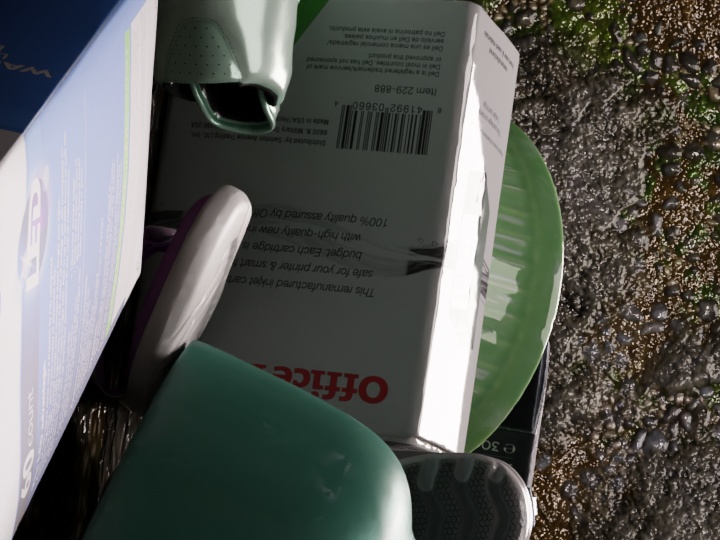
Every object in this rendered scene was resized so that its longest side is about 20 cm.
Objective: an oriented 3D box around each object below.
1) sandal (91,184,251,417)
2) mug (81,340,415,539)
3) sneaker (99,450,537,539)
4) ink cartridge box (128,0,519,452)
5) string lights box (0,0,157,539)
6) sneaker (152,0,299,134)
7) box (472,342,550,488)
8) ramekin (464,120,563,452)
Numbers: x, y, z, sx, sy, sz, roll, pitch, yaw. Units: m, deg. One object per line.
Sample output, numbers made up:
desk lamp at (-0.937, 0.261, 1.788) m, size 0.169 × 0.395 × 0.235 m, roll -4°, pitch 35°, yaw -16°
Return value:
sandal at (-0.087, 0.016, 0.961) m, size 0.203 × 0.050 × 0.083 m, roll 118°, pitch -3°, yaw -69°
mug at (-0.053, 0.133, 0.912) m, size 0.152 × 0.114 × 0.186 m, roll 114°, pitch 2°, yaw -71°
sneaker at (-0.017, 0.114, 1.033) m, size 0.082 × 0.199 × 0.075 m, roll 16°, pitch 75°, yaw -71°
ink cartridge box at (-0.017, -0.020, 1.098) m, size 0.084 × 0.145 × 0.201 m, roll 33°, pitch 64°, yaw -68°
string lights box at (-0.096, -0.011, 0.590) m, size 0.200 × 0.059 × 0.103 m, roll -75°, pitch 171°, yaw -68°
sneaker at (-0.050, -0.118, 1.008) m, size 0.200 × 0.073 × 0.119 m, roll -18°, pitch 109°, yaw -76°
box at (0.001, 0.136, 1.422) m, size 0.124 × 0.199 × 0.197 m, roll -73°, pitch 170°, yaw -62°
ramekin at (0.000, 0.000, 1.223) m, size 0.200 × 0.097 × 0.201 m, roll -21°, pitch -118°, yaw 44°
